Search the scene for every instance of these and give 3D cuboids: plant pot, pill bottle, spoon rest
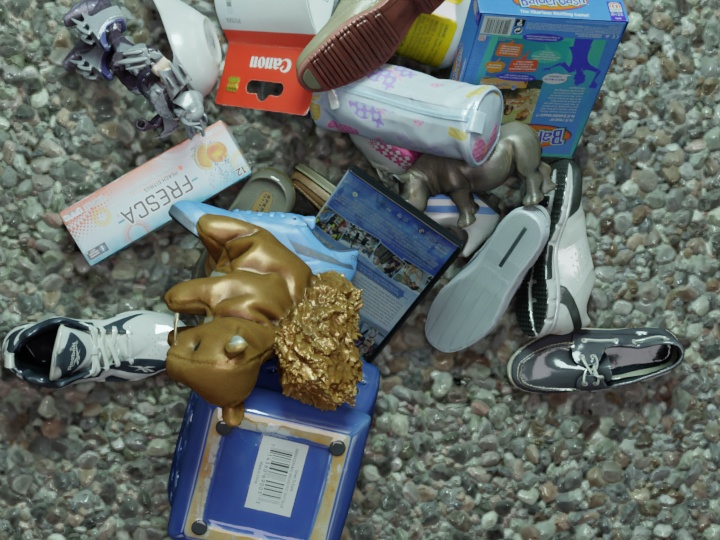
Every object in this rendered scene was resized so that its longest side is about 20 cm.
[{"bbox_3d":[-0.092,0.191,1.236,0.200,0.180,0.200,14,100,-5],"label":"plant pot"},{"bbox_3d":[0.061,-0.282,1.264,0.200,0.114,0.114,17,92,-7],"label":"pill bottle"},{"bbox_3d":[-0.191,-0.278,1.258,0.061,0.099,0.200,-12,80,11],"label":"spoon rest"}]

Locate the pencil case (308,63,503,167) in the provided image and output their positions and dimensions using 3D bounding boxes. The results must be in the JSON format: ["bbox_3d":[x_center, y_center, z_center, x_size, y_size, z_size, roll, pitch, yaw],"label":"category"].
[{"bbox_3d":[0.044,-0.167,1.207,0.200,0.091,0.083,18,80,24],"label":"pencil case"}]

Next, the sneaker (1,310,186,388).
[{"bbox_3d":[-0.279,0.085,1.246,0.199,0.130,0.080,4,94,-6],"label":"sneaker"}]

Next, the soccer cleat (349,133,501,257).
[{"bbox_3d":[0.059,-0.089,1.298,0.200,0.070,0.086,33,90,-7],"label":"soccer cleat"}]

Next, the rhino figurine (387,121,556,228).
[{"bbox_3d":[0.104,-0.094,1.244,0.200,0.060,0.088,-18,105,-3],"label":"rhino figurine"}]

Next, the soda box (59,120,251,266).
[{"bbox_3d":[-0.216,-0.083,1.274,0.200,0.064,0.068,-30,97,-2],"label":"soda box"}]

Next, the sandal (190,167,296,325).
[{"bbox_3d":[-0.129,-0.014,1.281,0.082,0.055,0.200,29,106,-2],"label":"sandal"}]

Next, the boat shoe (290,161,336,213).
[{"bbox_3d":[-0.008,-0.033,1.294,0.200,0.072,0.068,42,95,-2],"label":"boat shoe"}]

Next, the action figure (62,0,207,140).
[{"bbox_3d":[-0.226,-0.197,1.217,0.069,0.130,0.200,-37,59,-25],"label":"action figure"}]

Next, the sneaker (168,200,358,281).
[{"bbox_3d":[-0.097,-0.036,1.227,0.200,0.066,0.079,26,89,-6],"label":"sneaker"}]

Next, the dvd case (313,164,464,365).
[{"bbox_3d":[0.000,0.000,1.264,0.143,0.018,0.200,35,124,-3],"label":"dvd case"}]

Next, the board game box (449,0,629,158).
[{"bbox_3d":[0.172,-0.201,1.234,0.152,0.200,0.045,2,52,-9],"label":"board game box"}]

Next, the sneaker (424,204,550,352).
[{"bbox_3d":[0.147,0.010,1.307,0.073,0.071,0.200,44,117,10],"label":"sneaker"}]

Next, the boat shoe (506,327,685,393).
[{"bbox_3d":[0.266,0.100,1.335,0.200,0.063,0.073,-8,95,-5],"label":"boat shoe"}]

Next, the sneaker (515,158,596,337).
[{"bbox_3d":[0.224,-0.024,1.329,0.080,0.074,0.200,5,93,-29],"label":"sneaker"}]

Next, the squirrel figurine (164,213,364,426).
[{"bbox_3d":[-0.089,0.060,1.120,0.200,0.187,0.142,12,116,0],"label":"squirrel figurine"}]

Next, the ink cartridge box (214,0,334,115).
[{"bbox_3d":[-0.099,-0.269,1.231,0.050,0.162,0.200,14,91,-45],"label":"ink cartridge box"}]

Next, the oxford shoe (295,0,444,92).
[{"bbox_3d":[0.008,-0.256,1.177,0.200,0.070,0.075,-40,54,-3],"label":"oxford shoe"}]
